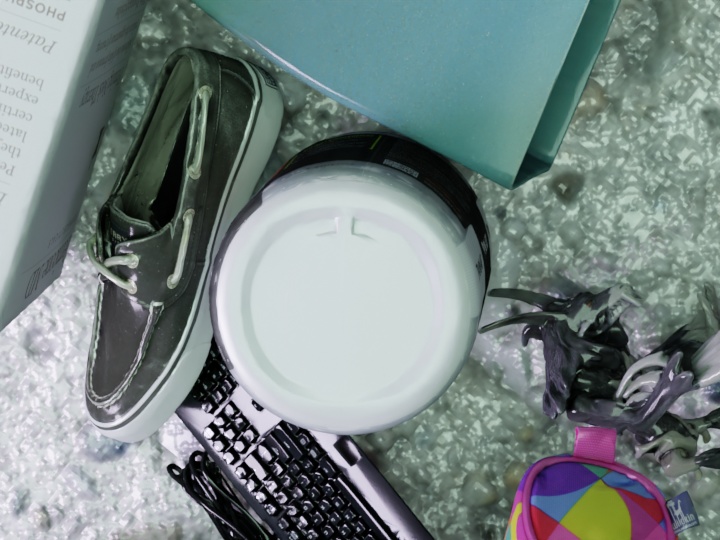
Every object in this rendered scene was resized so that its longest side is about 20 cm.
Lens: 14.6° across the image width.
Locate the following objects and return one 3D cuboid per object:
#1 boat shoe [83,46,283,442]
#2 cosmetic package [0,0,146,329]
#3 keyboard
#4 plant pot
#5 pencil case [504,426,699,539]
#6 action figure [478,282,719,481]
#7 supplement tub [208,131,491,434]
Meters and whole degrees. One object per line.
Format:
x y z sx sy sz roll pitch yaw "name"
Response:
-0.104 -0.014 1.384 0.071 0.064 0.201 23 96 43 "boat shoe"
-0.204 -0.101 1.329 0.166 0.167 0.201 19 101 1 "cosmetic package"
-0.037 0.120 1.390 0.200 0.040 0.104 50 128 13 "keyboard"
0.018 -0.147 1.329 0.200 0.141 0.142 24 100 8 "plant pot"
0.096 0.167 1.356 0.088 0.089 0.200 18 139 1 "pencil case"
0.159 0.054 1.363 0.200 0.119 0.102 36 113 -11 "action figure"
0.000 0.000 1.320 0.122 0.200 0.123 1 99 5 "supplement tub"
